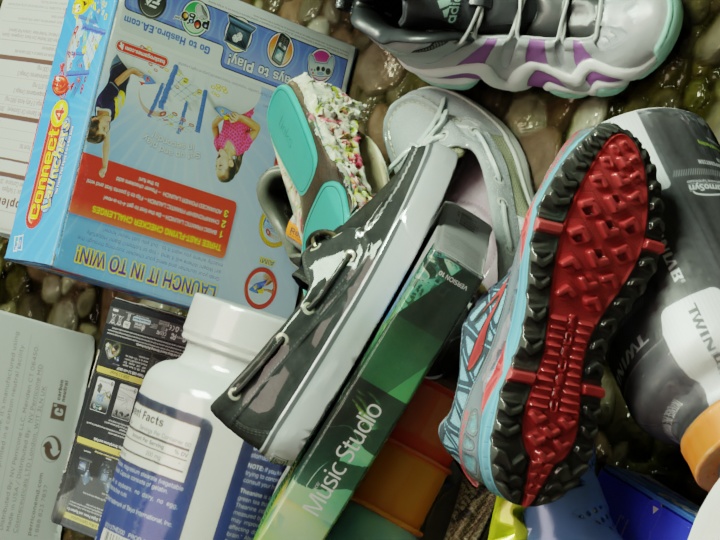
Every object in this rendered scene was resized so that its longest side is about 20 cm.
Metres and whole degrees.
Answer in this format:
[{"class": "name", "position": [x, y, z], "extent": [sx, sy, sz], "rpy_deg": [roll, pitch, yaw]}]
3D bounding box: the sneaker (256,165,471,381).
[{"class": "sneaker", "position": [0.000, 0.000, 1.546], "extent": [0.200, 0.079, 0.074], "rpy_deg": [46, 111, 42]}]

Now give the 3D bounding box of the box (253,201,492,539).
[{"class": "box", "position": [0.007, 0.064, 1.389], "extent": [0.201, 0.036, 0.144], "rpy_deg": [-61, 1, 12]}]

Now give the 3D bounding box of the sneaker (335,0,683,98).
[{"class": "sneaker", "position": [0.075, -0.150, 1.459], "extent": [0.199, 0.140, 0.078], "rpy_deg": [-4, 75, 36]}]

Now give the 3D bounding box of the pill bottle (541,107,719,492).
[{"class": "pill bottle", "position": [0.176, 0.019, 1.335], "extent": [0.106, 0.106, 0.201], "rpy_deg": [-43, 50, 29]}]

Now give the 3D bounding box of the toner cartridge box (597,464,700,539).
[{"class": "toner cartridge box", "position": [0.135, 0.217, 1.360], "extent": [0.095, 0.043, 0.201], "rpy_deg": [30, 100, 47]}]

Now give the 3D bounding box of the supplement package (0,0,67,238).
[{"class": "supplement package", "position": [-0.191, -0.111, 1.752], "extent": [0.117, 0.117, 0.201], "rpy_deg": [11, 86, 47]}]

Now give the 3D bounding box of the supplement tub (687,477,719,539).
[{"class": "supplement tub", "position": [0.256, 0.154, 1.137], "extent": [0.145, 0.199, 0.146], "rpy_deg": [-17, 65, 42]}]

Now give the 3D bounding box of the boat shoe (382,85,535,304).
[{"class": "boat shoe", "position": [0.062, -0.041, 1.503], "extent": [0.074, 0.065, 0.202], "rpy_deg": [-47, 48, 25]}]

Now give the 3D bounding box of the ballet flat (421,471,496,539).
[{"class": "ballet flat", "position": [0.060, 0.173, 1.407], "extent": [0.075, 0.068, 0.201], "rpy_deg": [-8, 50, 39]}]

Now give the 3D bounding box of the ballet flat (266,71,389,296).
[{"class": "ballet flat", "position": [-0.006, -0.038, 1.489], "extent": [0.076, 0.064, 0.201], "rpy_deg": [-55, 37, 43]}]

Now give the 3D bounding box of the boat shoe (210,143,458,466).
[{"class": "boat shoe", "position": [-0.013, 0.010, 1.380], "extent": [0.201, 0.056, 0.069], "rpy_deg": [-60, 2, -8]}]

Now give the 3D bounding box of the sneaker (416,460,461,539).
[{"class": "sneaker", "position": [0.023, 0.162, 1.472], "extent": [0.081, 0.076, 0.201], "rpy_deg": [-24, 63, 38]}]

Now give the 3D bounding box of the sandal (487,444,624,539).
[{"class": "sandal", "position": [0.108, 0.152, 1.332], "extent": [0.080, 0.087, 0.201], "rpy_deg": [93, -173, -64]}]

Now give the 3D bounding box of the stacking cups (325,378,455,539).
[{"class": "stacking cups", "position": [0.003, 0.156, 1.424], "extent": [0.060, 0.060, 0.201], "rpy_deg": [19, 77, 47]}]

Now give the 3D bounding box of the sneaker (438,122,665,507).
[{"class": "sneaker", "position": [0.087, 0.016, 1.297], "extent": [0.095, 0.079, 0.201], "rpy_deg": [14, 84, 59]}]

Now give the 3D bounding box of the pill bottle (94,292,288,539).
[{"class": "pill bottle", "position": [-0.091, 0.121, 1.515], "extent": [0.111, 0.111, 0.201], "rpy_deg": [17, 90, 47]}]

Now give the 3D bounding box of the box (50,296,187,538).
[{"class": "box", "position": [-0.111, 0.113, 1.647], "extent": [0.199, 0.049, 0.162], "rpy_deg": [12, 84, 47]}]

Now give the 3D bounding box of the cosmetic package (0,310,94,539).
[{"class": "cosmetic package", "position": [-0.323, 0.106, 1.785], "extent": [0.199, 0.165, 0.166], "rpy_deg": [2, 78, 46]}]

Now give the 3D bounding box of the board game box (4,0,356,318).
[{"class": "board game box", "position": [-0.111, -0.077, 1.597], "extent": [0.056, 0.199, 0.197], "rpy_deg": [9, 83, 48]}]
